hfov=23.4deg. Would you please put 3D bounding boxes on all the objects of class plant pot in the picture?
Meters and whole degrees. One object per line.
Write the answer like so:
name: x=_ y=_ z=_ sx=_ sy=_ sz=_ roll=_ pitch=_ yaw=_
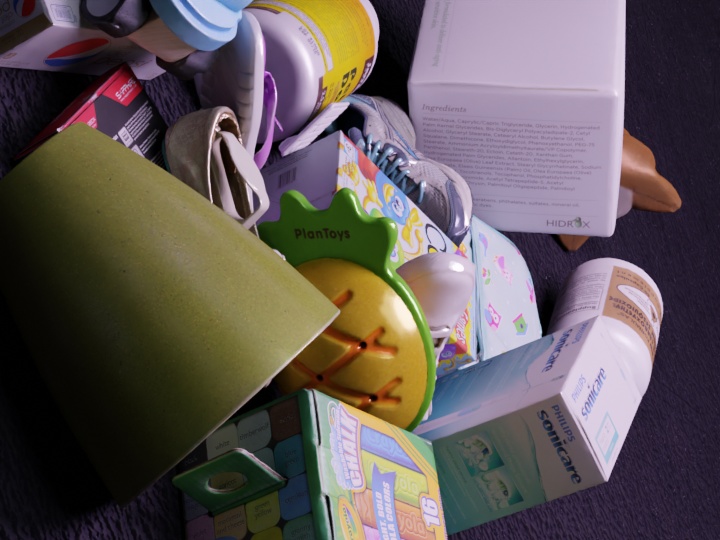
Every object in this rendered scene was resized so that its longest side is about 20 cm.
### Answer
plant pot: x=-0.146 y=0.012 z=1.104 sx=0.200 sy=0.187 sz=0.187 roll=49 pitch=29 yaw=-1

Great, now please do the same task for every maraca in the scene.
maraca: x=-0.013 y=0.036 z=1.262 sx=0.107 sy=0.136 sz=0.202 roll=-46 pitch=129 yaw=-58

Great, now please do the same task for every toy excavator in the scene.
toy excavator: x=-0.090 y=-0.257 z=1.204 sx=0.100 sy=0.199 sz=0.197 roll=30 pitch=44 yaw=-49

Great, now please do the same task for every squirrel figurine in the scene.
squirrel figurine: x=0.246 y=-0.156 z=1.951 sx=0.200 sy=0.141 sz=0.188 roll=45 pitch=28 yaw=-39

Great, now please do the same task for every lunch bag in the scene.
lunch bag: x=0.101 y=0.049 z=1.592 sx=0.160 sy=0.077 sz=0.202 roll=35 pitch=41 yaw=-46

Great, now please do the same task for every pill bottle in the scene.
pill bottle: x=0.243 y=0.084 z=1.779 sx=0.115 sy=0.114 sz=0.201 roll=56 pitch=29 yaw=-19
pill bottle: x=-0.053 y=-0.183 z=1.460 sx=0.110 sy=0.108 sz=0.200 roll=62 pitch=28 yaw=-9

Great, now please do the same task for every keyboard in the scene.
keyboard: x=-0.035 y=-0.118 z=1.426 sx=0.011 sy=0.056 sz=0.200 roll=52 pitch=6 yaw=-3

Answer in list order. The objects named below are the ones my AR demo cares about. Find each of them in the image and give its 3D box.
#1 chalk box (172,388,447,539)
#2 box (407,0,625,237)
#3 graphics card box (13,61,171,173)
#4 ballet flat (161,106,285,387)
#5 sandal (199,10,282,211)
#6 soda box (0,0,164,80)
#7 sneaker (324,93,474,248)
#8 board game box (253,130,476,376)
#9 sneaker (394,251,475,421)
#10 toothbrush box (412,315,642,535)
chalk box: x=-0.043 y=0.169 z=1.197 sx=0.199 sy=0.124 sz=0.125 roll=27 pitch=46 yaw=-49
box: x=0.153 y=-0.161 z=1.664 sx=0.200 sy=0.197 sz=0.173 roll=-77 pitch=168 yaw=-48
graphics card box: x=-0.151 y=-0.032 z=1.236 sx=0.201 sy=0.050 sz=0.126 roll=57 pitch=28 yaw=-17
ballet flat: x=-0.087 y=-0.019 z=1.218 sx=0.067 sy=0.062 sz=0.202 roll=-7 pitch=77 yaw=-62
sandal: x=-0.085 y=-0.104 z=1.293 sx=0.049 sy=0.204 sz=0.083 roll=-12 pitch=43 yaw=-27
soda box: x=-0.193 y=-0.183 z=1.255 sx=0.199 sy=0.068 sz=0.064 roll=-4 pitch=72 yaw=-62
sneaker: x=0.022 y=-0.084 z=1.528 sx=0.086 sy=0.078 sz=0.200 roll=13 pitch=29 yaw=-44
board game box: x=0.000 y=0.000 z=1.420 sx=0.200 sy=0.104 sz=0.104 roll=42 pitch=37 yaw=-38
sneaker: x=0.041 y=0.070 z=1.346 sx=0.074 sy=0.201 sz=0.089 roll=4 pitch=51 yaw=-22
toothbrush box: x=0.114 y=0.132 z=1.420 sx=0.086 sy=0.199 sz=0.147 roll=60 pitch=28 yaw=-11
